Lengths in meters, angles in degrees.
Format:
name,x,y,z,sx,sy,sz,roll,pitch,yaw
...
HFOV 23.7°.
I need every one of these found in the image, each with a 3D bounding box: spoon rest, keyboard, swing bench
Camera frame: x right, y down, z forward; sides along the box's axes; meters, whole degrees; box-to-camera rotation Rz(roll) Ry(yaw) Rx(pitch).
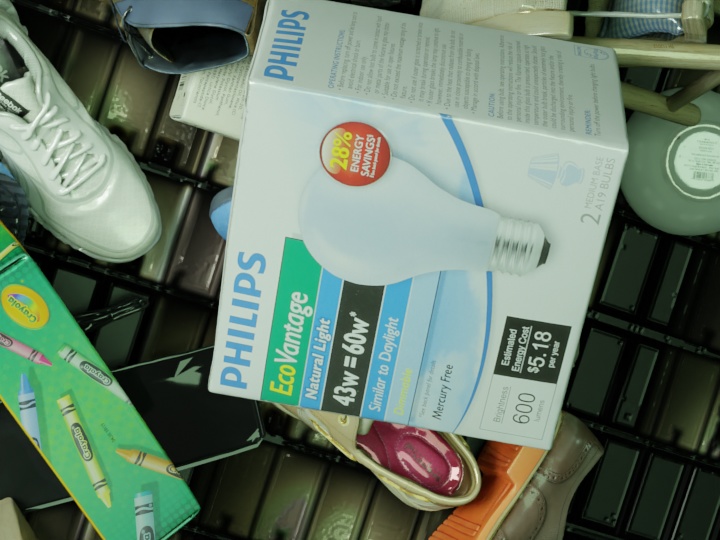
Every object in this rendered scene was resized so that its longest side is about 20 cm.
name,x,y,z,sx,sy,sz,roll,pitch,yaw
spoon rest,0.271,-0.066,1.158,0.198,0.061,0.100,9,92,0
keyboard,-0.167,0.077,1.087,0.199,0.021,0.128,-14,104,-12
swing bench,0.142,-0.210,1.038,0.199,0.130,0.200,7,75,-16

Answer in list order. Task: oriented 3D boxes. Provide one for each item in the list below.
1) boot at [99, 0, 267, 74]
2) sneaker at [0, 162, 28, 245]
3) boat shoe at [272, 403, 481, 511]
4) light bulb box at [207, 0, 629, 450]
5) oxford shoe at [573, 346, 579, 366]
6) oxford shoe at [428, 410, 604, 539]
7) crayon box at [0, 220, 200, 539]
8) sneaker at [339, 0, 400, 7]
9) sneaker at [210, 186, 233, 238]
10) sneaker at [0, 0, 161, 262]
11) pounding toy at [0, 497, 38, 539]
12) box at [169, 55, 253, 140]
name,x,y,z,sx,sy,sz,roll,pitch,yaw
boot,-0.138,-0.166,0.999,0.198,0.075,0.097,-3,56,15
sneaker,-0.259,0.022,1.042,0.066,0.078,0.201,13,100,-38
boat shoe,0.003,0.082,1.093,0.200,0.069,0.074,39,76,-16
light bulb box,0.028,-0.028,0.952,0.198,0.125,0.199,9,120,-1
oxford shoe,0.128,-0.019,1.086,0.057,0.075,0.201,-16,125,-8
oxford shoe,0.093,0.182,1.130,0.073,0.071,0.201,33,88,-19
crayon box,-0.179,0.062,0.983,0.058,0.119,0.201,-36,121,-12
sneaker,-0.056,-0.236,1.062,0.199,0.078,0.087,21,77,-19
sneaker,0.000,0.000,1.076,0.199,0.066,0.079,15,65,-15
sneaker,-0.193,-0.085,1.034,0.075,0.081,0.200,-40,104,-8
pounding toy,-0.212,0.248,1.005,0.199,0.184,0.143,-30,110,-8
box,-0.013,-0.102,1.077,0.199,0.068,0.083,18,91,-14
